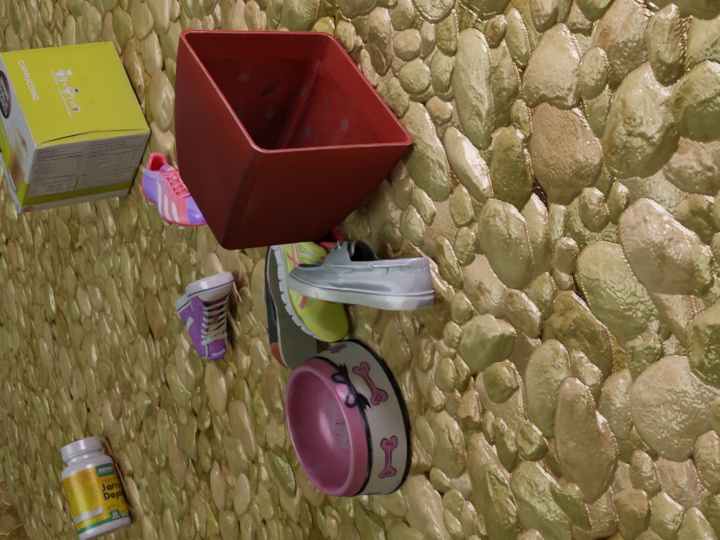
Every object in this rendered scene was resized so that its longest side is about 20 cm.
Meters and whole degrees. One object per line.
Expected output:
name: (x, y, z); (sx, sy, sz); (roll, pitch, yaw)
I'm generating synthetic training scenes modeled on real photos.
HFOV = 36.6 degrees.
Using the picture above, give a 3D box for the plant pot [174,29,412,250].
plant pot: (-0.098, -0.135, 1.208); (0.200, 0.200, 0.176); (57, 137, 31)

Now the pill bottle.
pill bottle: (-0.567, 0.461, 2.307); (0.113, 0.113, 0.200); (-41, 66, 56)

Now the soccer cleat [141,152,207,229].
soccer cleat: (-0.288, -0.122, 1.683); (0.200, 0.067, 0.077); (35, 125, 52)

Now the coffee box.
coffee box: (-0.500, -0.244, 1.850); (0.200, 0.200, 0.198); (64, 147, 20)

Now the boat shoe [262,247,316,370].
boat shoe: (-0.092, 0.029, 1.409); (0.063, 0.071, 0.200); (-158, 63, -68)

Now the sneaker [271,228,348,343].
sneaker: (-0.052, -0.007, 1.326); (0.090, 0.078, 0.200); (-14, 100, 37)

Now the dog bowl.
dog bowl: (-0.024, 0.190, 1.350); (0.200, 0.074, 0.200); (28, 124, 53)

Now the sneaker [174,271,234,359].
sneaker: (-0.218, 0.072, 1.639); (0.114, 0.073, 0.200); (68, 159, 8)

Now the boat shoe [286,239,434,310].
boat shoe: (0.000, 0.000, 1.229); (0.201, 0.070, 0.072); (7, 98, 39)
